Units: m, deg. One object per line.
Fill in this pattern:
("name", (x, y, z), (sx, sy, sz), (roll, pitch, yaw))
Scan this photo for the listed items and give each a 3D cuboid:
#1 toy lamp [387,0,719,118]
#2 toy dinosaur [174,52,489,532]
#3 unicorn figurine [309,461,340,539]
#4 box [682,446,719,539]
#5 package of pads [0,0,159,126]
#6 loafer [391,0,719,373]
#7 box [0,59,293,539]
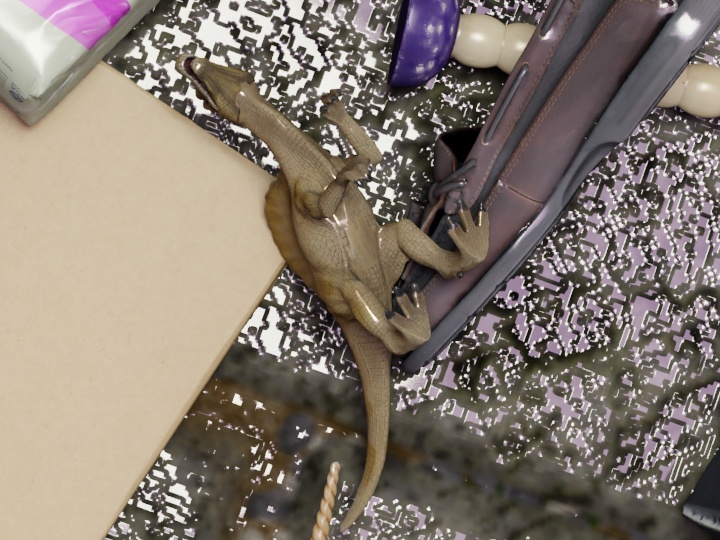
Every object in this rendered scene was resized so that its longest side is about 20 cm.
("toy lamp", (0.112, -0.074, 1.164), (0.200, 0.058, 0.058), (12, 85, -3))
("toy dinosaur", (0.000, 0.000, 1.109), (0.058, 0.101, 0.200), (-31, 107, -32))
("unicorn figurine", (0.006, 0.197, 1.112), (0.074, 0.137, 0.200), (-27, 112, 18))
("box", (0.245, 0.054, 1.135), (0.148, 0.104, 0.200), (33, 83, -12))
("package of pads", (-0.112, -0.179, 1.129), (0.154, 0.068, 0.200), (44, 76, 1))
("loafer", (0.060, -0.049, 1.121), (0.063, 0.072, 0.200), (39, 115, 1))
("box", (-0.136, 0.014, 1.145), (0.163, 0.021, 0.200), (34, 83, -3))
